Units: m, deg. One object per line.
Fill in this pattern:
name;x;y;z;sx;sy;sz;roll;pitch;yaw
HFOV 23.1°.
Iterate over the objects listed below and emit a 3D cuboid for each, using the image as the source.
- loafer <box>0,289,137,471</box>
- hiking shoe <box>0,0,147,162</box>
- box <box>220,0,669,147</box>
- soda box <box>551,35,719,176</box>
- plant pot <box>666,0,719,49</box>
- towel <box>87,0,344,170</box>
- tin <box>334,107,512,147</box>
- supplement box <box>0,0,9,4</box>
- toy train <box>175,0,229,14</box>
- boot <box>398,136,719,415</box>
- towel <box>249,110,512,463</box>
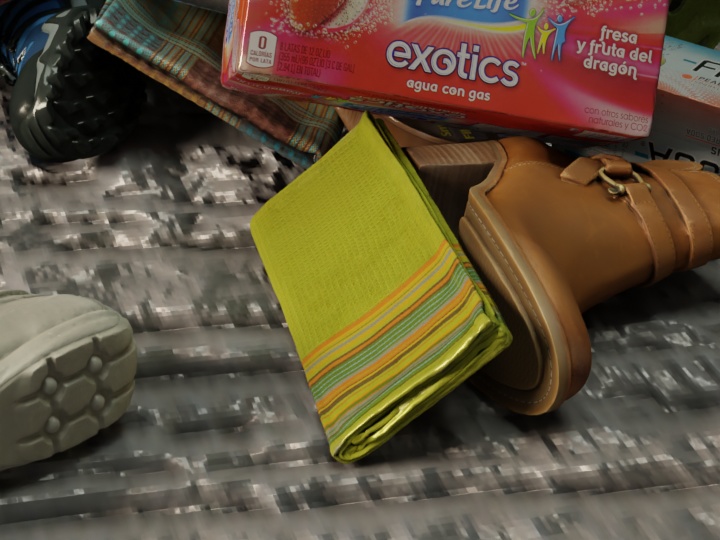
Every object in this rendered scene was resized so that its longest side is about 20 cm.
loafer;-0.172;0.053;0.650;0.069;0.071;0.199;21;25;36
hiking shoe;-0.165;-0.112;0.956;0.086;0.075;0.201;-19;31;16
box;0.038;-0.121;0.841;0.198;0.096;0.100;8;0;-9
soda box;0.200;-0.066;0.912;0.199;0.064;0.068;22;36;27
plant pot;0.127;-0.202;1.049;0.199;0.201;0.190;-19;50;-36
towel;-0.065;-0.134;0.981;0.146;0.022;0.200;29;27;-9
tin;0.027;-0.118;0.964;0.111;0.042;0.201;-3;44;-28
supplement box;-0.269;-0.195;0.941;0.199;0.132;0.103;-4;22;34
toy train;-0.024;-0.183;0.933;0.198;0.087;0.115;15;50;-2
boot;0.110;-0.008;0.793;0.153;0.074;0.200;0;32;-17
towel;0.000;0.000;0.767;0.086;0.018;0.200;-37;32;7
